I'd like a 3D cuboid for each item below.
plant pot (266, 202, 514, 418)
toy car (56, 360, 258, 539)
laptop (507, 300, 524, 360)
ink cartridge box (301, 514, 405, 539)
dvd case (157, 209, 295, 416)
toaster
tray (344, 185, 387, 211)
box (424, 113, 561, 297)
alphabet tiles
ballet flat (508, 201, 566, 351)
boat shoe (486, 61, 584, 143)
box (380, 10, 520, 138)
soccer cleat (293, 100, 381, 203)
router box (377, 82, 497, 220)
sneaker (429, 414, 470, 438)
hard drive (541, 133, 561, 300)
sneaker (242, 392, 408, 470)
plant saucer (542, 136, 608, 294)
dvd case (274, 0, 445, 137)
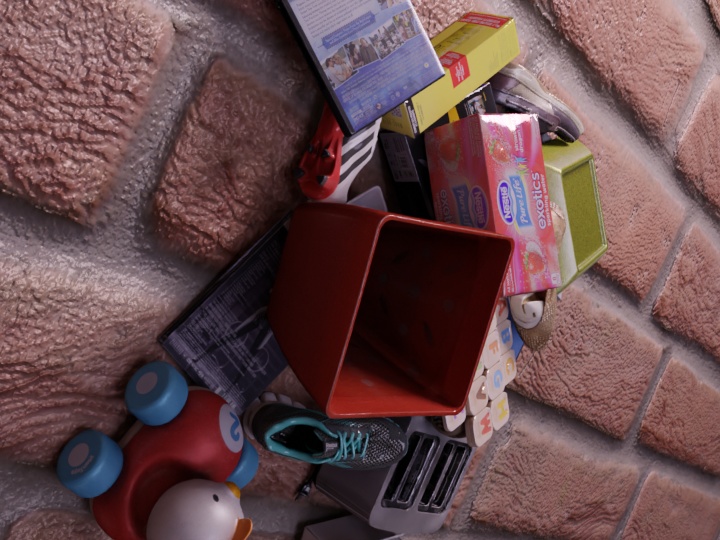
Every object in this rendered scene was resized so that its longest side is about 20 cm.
[{"bbox_3d":[0.013,0.024,0.956,0.198,0.176,0.202,7,105,-41],"label":"plant pot"},{"bbox_3d":[-0.161,0.227,0.892,0.177,0.199,0.185,-46,136,-13],"label":"toy car"},{"bbox_3d":[0.122,0.058,1.179,0.199,0.115,0.189,31,84,-49],"label":"laptop"},{"bbox_3d":[-0.011,0.424,1.192,0.128,0.125,0.202,1,111,-46],"label":"ink cartridge box"},{"bbox_3d":[-0.110,0.052,0.995,0.200,0.016,0.149,-45,131,-15],"label":"dvd case"},{"bbox_3d":[0.045,0.243,1.184,0.180,0.118,0.202,25,90,-48],"label":"toaster"},{"bbox_3d":[0.000,0.000,1.080,0.107,0.022,0.202,-31,128,-15],"label":"tray"},{"bbox_3d":[0.149,-0.071,1.026,0.102,0.094,0.203,-6,88,-37],"label":"box"},{"bbox_3d":[0.145,0.105,1.097,0.195,0.014,0.203,-24,107,-54],"label":"alphabet tiles"},{"bbox_3d":[0.215,0.012,1.151,0.065,0.070,0.203,-15,113,-43],"label":"ballet flat"},{"bbox_3d":[0.227,-0.213,1.202,0.199,0.072,0.065,26,95,-45],"label":"boat shoe"},{"bbox_3d":[0.097,-0.232,1.051,0.199,0.075,0.051,-39,132,-26],"label":"box"},{"bbox_3d":[-0.007,-0.165,0.984,0.085,0.068,0.202,22,91,-63],"label":"soccer cleat"},{"bbox_3d":[0.119,-0.108,1.111,0.157,0.052,0.202,-33,114,-32],"label":"router box"},{"bbox_3d":[0.119,0.111,1.144,0.075,0.070,0.203,31,59,-58],"label":"sneaker"},{"bbox_3d":[0.264,-0.075,1.279,0.132,0.026,0.202,36,59,-48],"label":"hard drive"},{"bbox_3d":[-0.036,0.198,1.034,0.197,0.091,0.079,10,95,-14],"label":"sneaker"},{"bbox_3d":[0.288,-0.078,1.241,0.199,0.047,0.202,-27,108,-54],"label":"plant saucer"},{"bbox_3d":[-0.008,-0.255,0.908,0.142,0.017,0.202,-36,106,-27],"label":"dvd case"}]
